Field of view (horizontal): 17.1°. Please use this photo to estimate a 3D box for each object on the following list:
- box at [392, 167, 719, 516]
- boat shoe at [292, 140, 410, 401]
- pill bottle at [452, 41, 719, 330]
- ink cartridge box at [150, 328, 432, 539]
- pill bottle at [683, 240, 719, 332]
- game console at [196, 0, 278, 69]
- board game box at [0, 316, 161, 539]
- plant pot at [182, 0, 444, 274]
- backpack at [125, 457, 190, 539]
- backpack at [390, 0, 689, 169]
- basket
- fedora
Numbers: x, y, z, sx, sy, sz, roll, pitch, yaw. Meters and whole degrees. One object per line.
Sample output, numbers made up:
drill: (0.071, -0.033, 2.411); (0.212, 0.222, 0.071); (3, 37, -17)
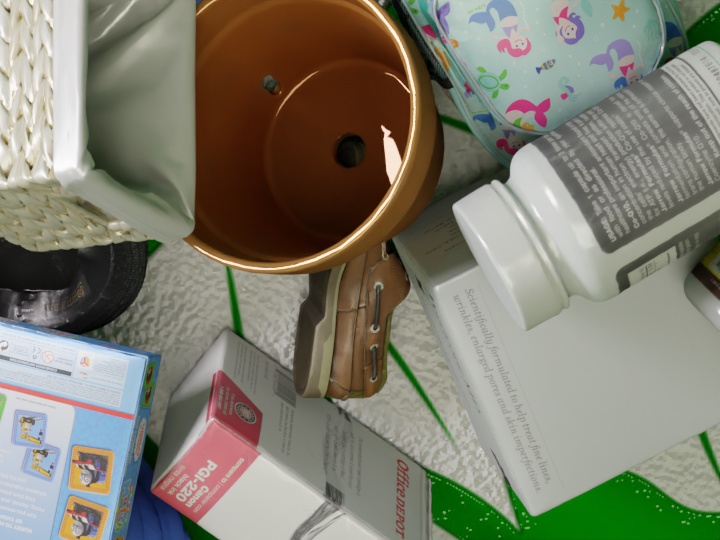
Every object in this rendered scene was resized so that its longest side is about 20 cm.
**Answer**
box: (0.154, 0.028, 1.685); (0.199, 0.131, 0.199); (-26, 113, -5)
boat shoe: (0.000, 0.000, 1.740); (0.068, 0.072, 0.201); (4, 117, -17)
pill bottle: (0.167, -0.051, 1.535); (0.200, 0.113, 0.113); (-30, 113, -3)
ink cartridge box: (-0.047, 0.156, 1.767); (0.200, 0.146, 0.085); (35, 111, -14)
pill bottle: (0.315, -0.024, 1.577); (0.109, 0.109, 0.200); (41, 97, -17)
game console: (-0.163, -0.197, 1.664); (0.199, 0.031, 0.177); (-17, 115, 9)
board game box: (-0.232, 0.141, 1.683); (0.151, 0.037, 0.201); (13, 93, 14)
plant pot: (-0.031, -0.089, 1.612); (0.199, 0.140, 0.201); (-3, 82, 21)
backpack: (-0.207, 0.230, 1.802); (0.167, 0.162, 0.201); (1, 118, -40)
backpack: (0.125, -0.167, 1.610); (0.177, 0.151, 0.200); (-28, 118, 2)
basket: (-0.189, -0.121, 1.527); (0.123, 0.201, 0.135); (-10, 159, 26)
fedora: (-0.232, -0.045, 1.693); (0.200, 0.092, 0.201); (6, 136, 6)
